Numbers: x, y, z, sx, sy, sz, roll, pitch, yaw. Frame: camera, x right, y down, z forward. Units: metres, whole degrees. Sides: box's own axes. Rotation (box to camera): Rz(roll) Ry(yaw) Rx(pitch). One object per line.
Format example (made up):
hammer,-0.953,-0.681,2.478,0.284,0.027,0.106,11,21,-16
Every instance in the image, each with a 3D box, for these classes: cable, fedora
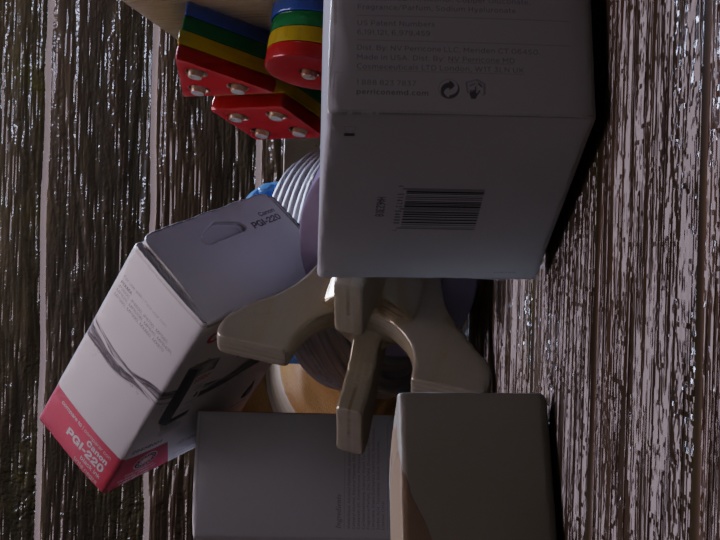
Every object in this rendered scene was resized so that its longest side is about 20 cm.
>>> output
cable,0.000,0.000,1.434,0.199,0.069,0.203,-6,-87,-59
fedora,-0.011,0.083,1.535,0.082,0.198,0.203,125,150,-57

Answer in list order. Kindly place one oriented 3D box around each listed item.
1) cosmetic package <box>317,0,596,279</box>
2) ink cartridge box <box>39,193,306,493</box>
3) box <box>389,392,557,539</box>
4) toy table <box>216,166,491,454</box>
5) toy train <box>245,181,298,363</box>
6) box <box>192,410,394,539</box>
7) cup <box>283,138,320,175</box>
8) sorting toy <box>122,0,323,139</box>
cosmetic package,0.041,-0.123,0.894,0.200,0.121,0.202,97,172,-70
ink cartridge box,-0.127,0.052,1.330,0.145,0.085,0.201,-24,-26,-48
box,0.055,0.166,0.890,0.095,0.077,0.202,93,177,-51
toy table,0.007,0.021,1.215,0.201,0.182,0.118,74,-152,-45
toy train,-0.060,-0.004,1.507,0.200,0.113,0.087,-55,-44,-44
box,-0.024,0.172,1.365,0.125,0.197,0.099,98,173,-66
cup,-0.013,-0.079,1.950,0.200,0.141,0.203,-178,90,-87
sorting toy,-0.055,-0.161,1.398,0.198,0.198,0.070,31,-115,-56
